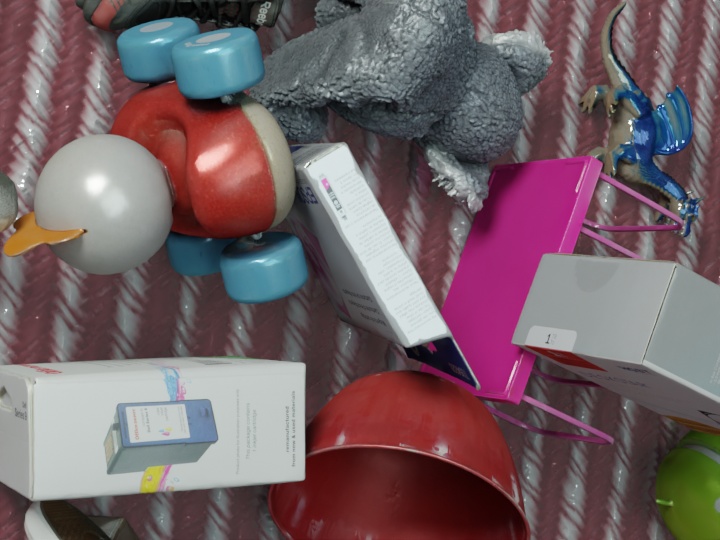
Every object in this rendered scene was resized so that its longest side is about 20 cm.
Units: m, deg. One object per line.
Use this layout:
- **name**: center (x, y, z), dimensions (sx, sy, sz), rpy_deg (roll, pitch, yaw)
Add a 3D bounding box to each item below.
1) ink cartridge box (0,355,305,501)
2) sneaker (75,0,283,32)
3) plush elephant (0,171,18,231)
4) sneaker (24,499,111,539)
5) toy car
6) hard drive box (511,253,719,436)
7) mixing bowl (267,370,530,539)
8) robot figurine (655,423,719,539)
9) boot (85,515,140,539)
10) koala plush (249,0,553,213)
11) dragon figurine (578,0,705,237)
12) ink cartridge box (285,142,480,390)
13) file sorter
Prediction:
- **ink cartridge box**: center (-0.156, 0.107, 1.131), dimensions (0.199, 0.145, 0.088), rpy_deg (1, 90, -26)
- **sneaker**: center (-0.111, -0.217, 1.190), dimensions (0.200, 0.071, 0.098), rpy_deg (-28, 79, -23)
- **plush elephant**: center (-0.353, -0.061, 1.050), dimensions (0.200, 0.155, 0.165), rpy_deg (13, 38, -56)
- **sneaker**: center (-0.185, 0.254, 1.102), dimensions (0.085, 0.073, 0.200), rpy_deg (-35, 90, 13)
- **toy car**: center (-0.163, -0.057, 1.102), dimensions (0.199, 0.177, 0.185), rpy_deg (-22, 113, -27)
- **hard drive box**: center (0.239, 0.061, 1.165), dimensions (0.199, 0.156, 0.077), rpy_deg (26, 81, -27)
- **mixing bowl**: center (0.035, 0.148, 1.215), dimensions (0.200, 0.200, 0.109), rpy_deg (30, 47, -21)
- **robot figurine**: center (0.339, 0.172, 1.378), dimensions (0.200, 0.116, 0.176), rpy_deg (-36, 105, -21)
- **boot**: center (-0.255, 0.246, 1.129), dimensions (0.186, 0.064, 0.201), rpy_deg (33, 76, -29)
- **koala plush**: center (0.054, -0.147, 1.233), dimensions (0.200, 0.183, 0.178), rpy_deg (34, 75, -33)
- **dragon figurine**: center (0.246, -0.127, 1.372), dimensions (0.099, 0.059, 0.201), rpy_deg (-4, 91, -25)
- **ink cartridge box**: center (0.000, 0.000, 1.176), dimensions (0.043, 0.196, 0.201), rpy_deg (-30, 99, -10)
- **file sorter**: center (0.160, 0.028, 1.287), dimensions (0.125, 0.139, 0.201), rpy_deg (26, 78, -25)
